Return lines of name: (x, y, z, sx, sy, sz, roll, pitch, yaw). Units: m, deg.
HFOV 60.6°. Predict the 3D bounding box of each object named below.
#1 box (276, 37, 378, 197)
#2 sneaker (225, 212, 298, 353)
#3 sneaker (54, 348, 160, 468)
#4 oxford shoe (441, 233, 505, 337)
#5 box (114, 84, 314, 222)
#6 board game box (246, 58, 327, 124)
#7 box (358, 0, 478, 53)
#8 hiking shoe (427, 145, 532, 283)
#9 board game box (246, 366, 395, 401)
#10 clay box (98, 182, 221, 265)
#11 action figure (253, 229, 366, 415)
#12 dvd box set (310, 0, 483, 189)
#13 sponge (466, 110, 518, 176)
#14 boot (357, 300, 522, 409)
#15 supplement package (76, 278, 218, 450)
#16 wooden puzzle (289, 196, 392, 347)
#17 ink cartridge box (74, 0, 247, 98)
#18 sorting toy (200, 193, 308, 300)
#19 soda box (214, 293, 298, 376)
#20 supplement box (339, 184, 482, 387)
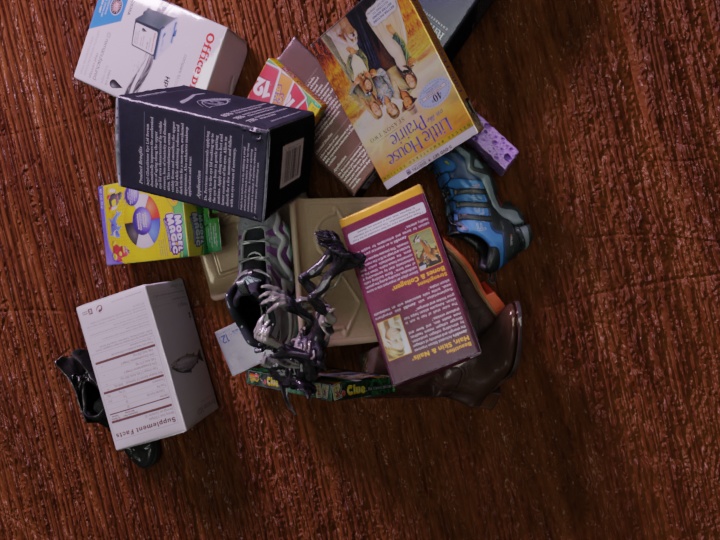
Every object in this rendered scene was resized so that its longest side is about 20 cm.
box: (-0.044, -0.205, 0.844, 0.200, 0.075, 0.100, 44, 100, 3)
sneaker: (-0.130, 0.002, 0.773, 0.075, 0.140, 0.207, -14, 87, 10)
sneaker: (-0.367, 0.208, 0.906, 0.058, 0.104, 0.206, -22, 90, 9)
oxford shoe: (0.120, 0.016, 0.817, 0.072, 0.071, 0.201, -41, 95, 7)
box: (-0.171, -0.149, 0.746, 0.193, 0.148, 0.108, 14, 114, 13)
board game box: (-0.133, -0.166, 0.826, 0.095, 0.030, 0.202, 40, 118, 7)
box: (0.107, -0.389, 0.783, 0.146, 0.104, 0.203, 36, 98, 5)
hiking shoe: (0.138, -0.089, 0.808, 0.086, 0.074, 0.201, -40, 86, -11)
board game box: (-0.057, 0.142, 0.797, 0.197, 0.102, 0.024, -3, 89, 50)
clay box: (-0.286, -0.074, 0.876, 0.194, 0.047, 0.119, -5, 93, 30)
action figure: (-0.070, 0.056, 0.686, 0.099, 0.119, 0.205, 20, 103, -19)
dvd box set: (0.041, -0.222, 0.744, 0.144, 0.029, 0.204, -25, 97, 34)
sponge: (0.121, -0.203, 0.795, 0.199, 0.111, 0.030, 44, 101, 5)
boot: (0.097, 0.106, 0.793, 0.193, 0.065, 0.191, 8, 125, -3)
supplement package: (-0.300, 0.129, 0.884, 0.114, 0.117, 0.207, -16, 91, 10)
wooden puzzle: (0.000, 0.000, 0.819, 0.193, 0.046, 0.193, -3, 83, -24)
ink cartridge box: (-0.279, -0.297, 0.872, 0.195, 0.086, 0.151, 24, 97, 9)
sorting toy: (-0.158, -0.079, 0.892, 0.179, 0.036, 0.207, -17, 86, 10)
soda box: (-0.102, 0.075, 0.874, 0.195, 0.063, 0.070, -26, 89, 10)
supplement box: (0.061, 0.020, 0.731, 0.107, 0.086, 0.206, -21, 79, 10)
